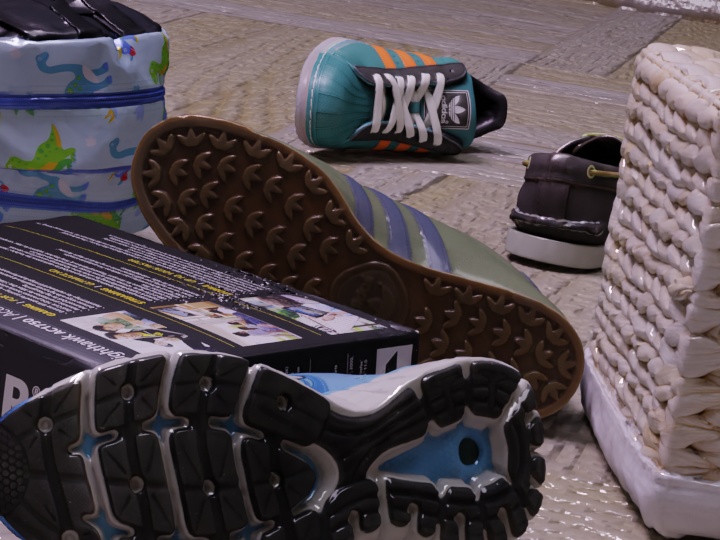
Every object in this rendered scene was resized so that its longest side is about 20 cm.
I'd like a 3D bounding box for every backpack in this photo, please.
[{"bbox_3d":[-0.177,-0.081,1.342,0.200,0.154,0.163,-11,-7,41],"label":"backpack"}]

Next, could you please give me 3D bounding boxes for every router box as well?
[{"bbox_3d":[-0.101,0.027,1.028,0.200,0.051,0.149,18,17,42],"label":"router box"}]

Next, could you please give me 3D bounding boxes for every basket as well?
[{"bbox_3d":[0.198,0.010,1.056,0.198,0.161,0.200,6,10,-5],"label":"basket"}]

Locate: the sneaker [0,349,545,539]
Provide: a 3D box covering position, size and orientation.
[{"bbox_3d":[-0.038,0.068,0.881,0.200,0.079,0.090,3,-7,-39],"label":"sneaker"}]

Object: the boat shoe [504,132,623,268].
[{"bbox_3d":[0.135,-0.045,1.534,0.072,0.061,0.201,12,12,18],"label":"boat shoe"}]

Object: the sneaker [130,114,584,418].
[{"bbox_3d":[0.000,0.000,1.143,0.200,0.067,0.090,28,5,3],"label":"sneaker"}]

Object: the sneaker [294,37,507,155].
[{"bbox_3d":[0.029,-0.109,1.759,0.080,0.072,0.200,8,9,26],"label":"sneaker"}]
